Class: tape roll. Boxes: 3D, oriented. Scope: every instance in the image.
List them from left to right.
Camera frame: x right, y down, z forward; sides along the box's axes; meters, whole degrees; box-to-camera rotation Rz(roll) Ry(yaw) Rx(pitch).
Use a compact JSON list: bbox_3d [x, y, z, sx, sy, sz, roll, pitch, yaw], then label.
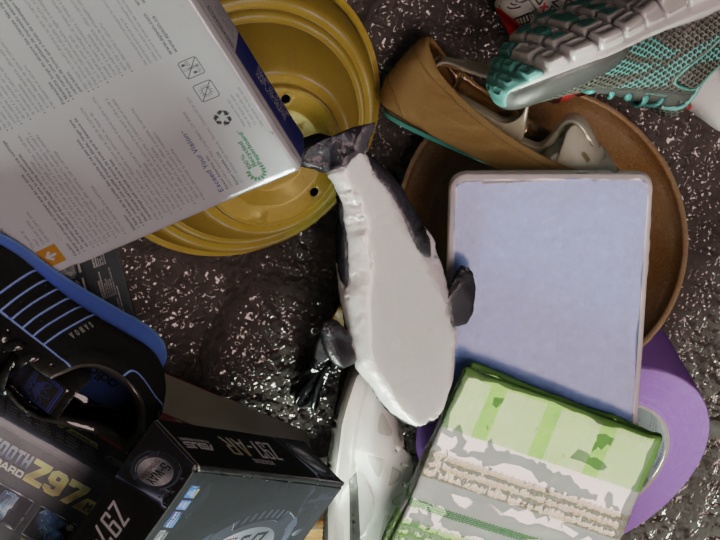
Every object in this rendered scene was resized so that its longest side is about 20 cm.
[{"bbox_3d":[0.143,0.118,1.358,0.199,0.066,0.201,-13,135,-13],"label":"tape roll"}]

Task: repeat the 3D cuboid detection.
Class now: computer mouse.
[{"bbox_3d":[0.053,0.050,1.330,0.199,0.044,0.110,2,130,-26],"label":"computer mouse"}]

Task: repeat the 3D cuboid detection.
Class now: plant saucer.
[{"bbox_3d":[0.118,-0.023,1.281,0.199,0.035,0.201,2,77,-10],"label":"plant saucer"}]

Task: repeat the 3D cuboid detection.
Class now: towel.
[{"bbox_3d":[0.091,0.169,1.246,0.148,0.031,0.201,20,104,-14],"label":"towel"}]

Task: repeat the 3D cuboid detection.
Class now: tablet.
[{"bbox_3d":[0.117,0.035,1.224,0.129,0.014,0.201,0,107,-5],"label":"tablet"}]

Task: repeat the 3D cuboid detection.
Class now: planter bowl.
[{"bbox_3d":[-0.067,-0.084,1.193,0.199,0.083,0.201,-10,118,-18],"label":"planter bowl"}]

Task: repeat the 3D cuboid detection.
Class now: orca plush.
[{"bbox_3d":[0.000,0.000,1.188,0.105,0.071,0.200,-39,118,-11],"label":"orca plush"}]

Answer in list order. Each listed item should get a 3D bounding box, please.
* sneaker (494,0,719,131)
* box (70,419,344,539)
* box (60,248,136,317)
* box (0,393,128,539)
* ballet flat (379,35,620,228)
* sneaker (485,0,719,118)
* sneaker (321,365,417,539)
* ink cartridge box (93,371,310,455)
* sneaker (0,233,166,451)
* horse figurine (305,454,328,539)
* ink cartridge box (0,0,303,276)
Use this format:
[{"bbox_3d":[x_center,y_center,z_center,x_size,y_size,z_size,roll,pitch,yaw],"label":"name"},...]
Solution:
[{"bbox_3d":[0.171,-0.137,1.275,0.108,0.067,0.201,-44,118,-2],"label":"sneaker"},{"bbox_3d":[-0.119,0.186,1.160,0.200,0.044,0.160,-54,150,11],"label":"box"},{"bbox_3d":[-0.234,-0.029,1.170,0.157,0.051,0.201,-20,121,-13],"label":"box"},{"bbox_3d":[-0.244,0.147,1.169,0.199,0.051,0.158,32,103,-19],"label":"box"},{"bbox_3d":[0.108,-0.085,1.233,0.199,0.069,0.063,28,112,-3],"label":"ballet flat"},{"bbox_3d":[0.175,-0.131,1.202,0.199,0.078,0.092,-23,116,-12],"label":"sneaker"},{"bbox_3d":[0.035,0.137,1.280,0.115,0.076,0.202,5,117,2],"label":"sneaker"},{"bbox_3d":[-0.137,0.179,1.274,0.146,0.083,0.201,24,105,-13],"label":"ink cartridge box"},{"bbox_3d":[-0.201,0.038,1.123,0.199,0.078,0.070,26,121,-19],"label":"sneaker"},{"bbox_3d":[-0.047,0.218,1.370,0.132,0.050,0.201,-15,114,-12],"label":"horse figurine"},{"bbox_3d":[-0.164,-0.103,1.092,0.199,0.043,0.197,-21,124,17],"label":"ink cartridge box"}]
